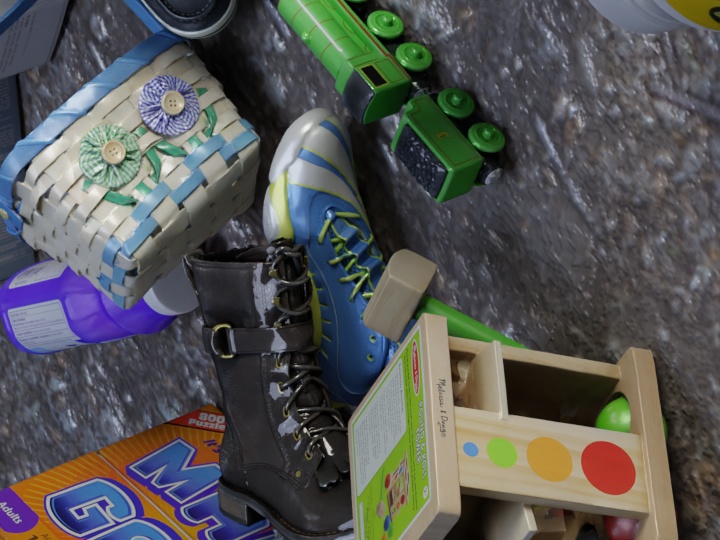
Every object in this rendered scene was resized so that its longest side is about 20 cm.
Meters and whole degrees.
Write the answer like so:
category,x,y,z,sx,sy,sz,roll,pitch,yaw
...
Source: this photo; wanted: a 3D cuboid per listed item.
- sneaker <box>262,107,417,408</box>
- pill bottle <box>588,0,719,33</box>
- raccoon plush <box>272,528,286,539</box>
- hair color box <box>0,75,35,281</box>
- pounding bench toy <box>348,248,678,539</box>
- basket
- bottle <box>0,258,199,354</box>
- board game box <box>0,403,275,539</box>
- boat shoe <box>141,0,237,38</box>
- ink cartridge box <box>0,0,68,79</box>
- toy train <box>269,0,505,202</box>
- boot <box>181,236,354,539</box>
category,x,y,z,sx,sy,sz,roll,pitch,yaw
sneaker,0.000,0.000,1.732,0.105,0.076,0.200,20,127,29
pill bottle,0.192,-0.173,1.317,0.200,0.114,0.115,-10,100,56
raccoon plush,-0.003,0.115,1.772,0.200,0.097,0.134,56,136,19
hair color box,-0.298,-0.097,2.088,0.099,0.061,0.200,25,126,46
pounding bench toy,0.087,0.087,1.589,0.124,0.156,0.200,122,151,-51
basket,-0.169,-0.093,1.813,0.200,0.176,0.139,39,158,16
bottle,-0.174,0.016,1.956,0.200,0.083,0.065,-11,98,55
board game box,-0.127,0.250,1.911,0.200,0.200,0.200,38,136,37
boat shoe,-0.133,-0.238,1.764,0.074,0.062,0.200,-20,88,12
ink cartridge box,-0.323,-0.188,1.949,0.146,0.200,0.085,54,149,21
toy train,0.009,-0.117,1.653,0.200,0.056,0.042,50,142,26
boot,-0.038,0.068,1.684,0.200,0.069,0.175,6,106,48
